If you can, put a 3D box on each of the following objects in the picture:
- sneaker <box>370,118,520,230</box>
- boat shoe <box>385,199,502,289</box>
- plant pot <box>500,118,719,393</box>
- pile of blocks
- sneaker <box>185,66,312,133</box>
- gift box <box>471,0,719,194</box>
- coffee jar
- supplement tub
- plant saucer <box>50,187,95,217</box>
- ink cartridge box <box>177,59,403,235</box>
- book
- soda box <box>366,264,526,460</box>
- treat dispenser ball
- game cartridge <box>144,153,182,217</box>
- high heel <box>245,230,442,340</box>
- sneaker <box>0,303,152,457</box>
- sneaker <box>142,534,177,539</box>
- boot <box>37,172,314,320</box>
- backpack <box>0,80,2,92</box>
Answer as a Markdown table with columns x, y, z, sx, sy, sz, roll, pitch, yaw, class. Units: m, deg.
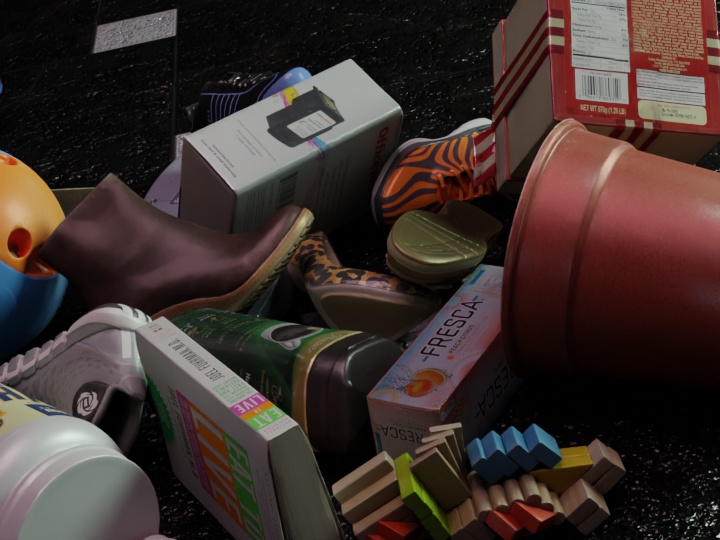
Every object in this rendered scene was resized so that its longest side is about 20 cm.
| x | y | z | sx | sy | sz | roll | pitch | yaw | class |
| --- | --- | --- | --- | --- | --- | --- | --- | --- | --- |
| 0.106 | -0.091 | 1.428 | 0.111 | 0.078 | 0.199 | 16 | 39 | 43 | sneaker |
| 0.066 | -0.012 | 1.256 | 0.073 | 0.064 | 0.201 | 29 | 19 | 9 | boat shoe |
| 0.229 | 0.003 | 1.109 | 0.193 | 0.203 | 0.201 | 13 | 36 | 24 | plant pot |
| 0.082 | 0.150 | 0.997 | 0.198 | 0.083 | 0.062 | -12 | 28 | -1 | pile of blocks |
| -0.117 | -0.167 | 1.483 | 0.070 | 0.078 | 0.200 | -29 | -2 | -39 | sneaker |
| 0.206 | -0.149 | 1.330 | 0.182 | 0.187 | 0.202 | 8 | 71 | -9 | gift box |
| -0.064 | 0.085 | 1.161 | 0.198 | 0.086 | 0.104 | 7 | 16 | 32 | coffee jar |
| -0.249 | 0.160 | 1.042 | 0.199 | 0.146 | 0.145 | 15 | 38 | 41 | supplement tub |
| -0.341 | -0.058 | 1.523 | 0.198 | 0.037 | 0.200 | -5 | 0 | 0 | plant saucer |
| -0.068 | -0.091 | 1.407 | 0.199 | 0.146 | 0.083 | -29 | 61 | -29 | ink cartridge box |
| -0.089 | 0.126 | 1.053 | 0.048 | 0.135 | 0.200 | -26 | 31 | -24 | book |
| 0.081 | 0.074 | 1.148 | 0.063 | 0.069 | 0.200 | 7 | 33 | 30 | soda box |
| -0.360 | -0.014 | 1.340 | 0.199 | 0.203 | 0.201 | -9 | 28 | 5 | treat dispenser ball |
| -0.151 | -0.088 | 1.569 | 0.132 | 0.041 | 0.200 | 2 | 31 | 18 | game cartridge |
| 0.000 | 0.000 | 1.306 | 0.198 | 0.072 | 0.143 | -5 | 34 | 31 | high heel |
| -0.234 | 0.119 | 1.158 | 0.200 | 0.075 | 0.116 | -37 | 48 | 32 | sneaker |
| -0.123 | 0.234 | 0.933 | 0.087 | 0.074 | 0.200 | -9 | 23 | 19 | sneaker |
| -0.157 | -0.026 | 1.276 | 0.200 | 0.166 | 0.072 | -44 | -2 | -3 | boot |
| -0.545 | -0.240 | 1.878 | 0.199 | 0.155 | 0.190 | -31 | 25 | -21 | backpack |
